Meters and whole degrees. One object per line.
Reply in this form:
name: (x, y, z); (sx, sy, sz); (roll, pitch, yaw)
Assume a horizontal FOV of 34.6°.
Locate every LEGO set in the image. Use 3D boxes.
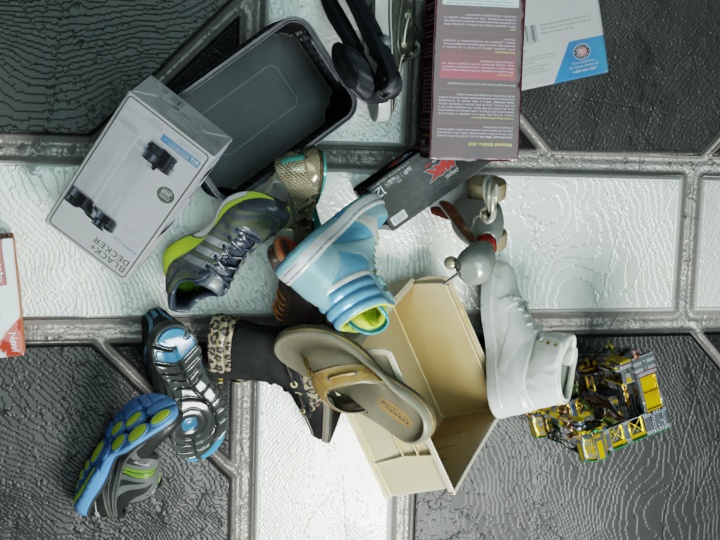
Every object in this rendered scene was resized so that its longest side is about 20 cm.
LEGO set: (0.283, 0.147, 1.436); (0.153, 0.200, 0.116); (-17, 99, -8)

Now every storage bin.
storage bin: (-0.121, -0.185, 1.330); (0.200, 0.094, 0.135); (-38, 105, -9)
storage bin: (0.068, 0.132, 1.366); (0.093, 0.200, 0.199); (-16, 106, 31)

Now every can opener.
can opener: (-0.001, -0.267, 1.317); (0.063, 0.201, 0.079); (-26, 144, 16)

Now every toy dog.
toy dog: (0.121, -0.049, 1.382); (0.096, 0.200, 0.133); (2, 95, 13)

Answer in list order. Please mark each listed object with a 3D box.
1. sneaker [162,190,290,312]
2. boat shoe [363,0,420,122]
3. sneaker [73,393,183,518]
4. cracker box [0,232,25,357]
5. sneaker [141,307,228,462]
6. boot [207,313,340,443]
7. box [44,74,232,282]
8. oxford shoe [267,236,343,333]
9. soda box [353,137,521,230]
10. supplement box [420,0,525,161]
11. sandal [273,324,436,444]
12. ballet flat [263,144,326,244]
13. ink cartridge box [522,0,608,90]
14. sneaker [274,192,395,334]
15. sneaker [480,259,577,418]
sneaker: (-0.150, -0.016, 1.297); (0.074, 0.081, 0.200); (27, 132, -33)
boat shoe: (0.041, -0.277, 1.376); (0.063, 0.071, 0.201); (0, 95, -15)
sneaker: (-0.258, 0.215, 1.332); (0.082, 0.071, 0.200); (23, 121, -27)
cracker box: (-0.477, 0.035, 1.273); (0.199, 0.058, 0.135); (-6, 99, -16)
sneaker: (-0.208, 0.133, 1.360); (0.073, 0.082, 0.201); (-20, 121, -20)
boot: (-0.097, 0.125, 1.377); (0.150, 0.200, 0.073); (9, 54, 12)
box: (-0.243, -0.097, 1.263); (0.116, 0.060, 0.200); (39, 119, -7)
oxford shoe: (-0.073, 0.037, 1.346); (0.073, 0.072, 0.200); (-23, 138, 7)
soda box: (0.093, -0.129, 1.409); (0.200, 0.071, 0.063); (-35, 101, -10)
supplement box: (0.129, -0.228, 1.334); (0.108, 0.061, 0.201); (1, 97, -9)
sandal: (-0.011, 0.127, 1.243); (0.200, 0.080, 0.054); (35, 43, 6)
ballet flat: (-0.077, -0.075, 1.325); (0.075, 0.200, 0.068); (-7, 62, -6)
ink cartridge box: (0.208, -0.327, 1.411); (0.144, 0.084, 0.201); (-13, 101, -13)
sneaker: (0.000, 0.000, 1.281); (0.131, 0.080, 0.200); (47, 40, 1)
sneaker: (0.213, 0.075, 1.421); (0.074, 0.115, 0.201); (21, 61, -54)
